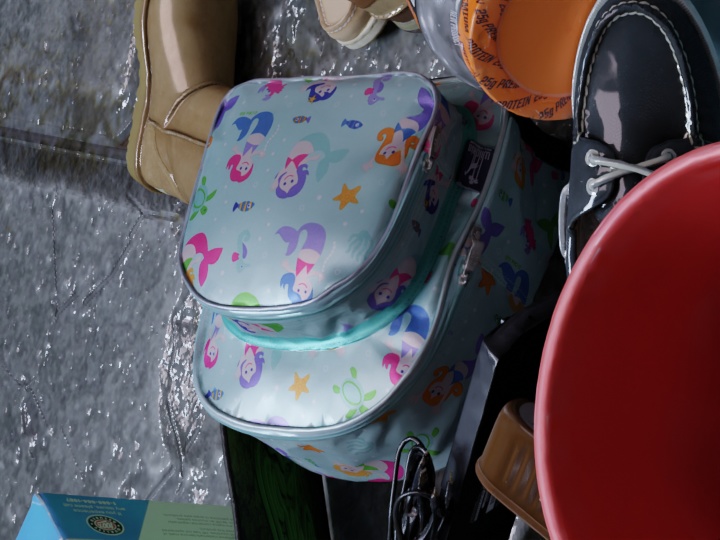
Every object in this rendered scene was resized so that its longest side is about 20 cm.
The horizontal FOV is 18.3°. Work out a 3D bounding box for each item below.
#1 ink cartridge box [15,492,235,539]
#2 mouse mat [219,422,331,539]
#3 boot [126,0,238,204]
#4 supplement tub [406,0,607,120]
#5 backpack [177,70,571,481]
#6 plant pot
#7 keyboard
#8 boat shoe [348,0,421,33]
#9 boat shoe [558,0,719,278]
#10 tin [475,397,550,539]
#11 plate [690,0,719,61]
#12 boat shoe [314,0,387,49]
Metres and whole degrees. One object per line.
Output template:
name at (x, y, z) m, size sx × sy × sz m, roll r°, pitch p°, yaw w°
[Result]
ink cartridge box at (-0.112, 0.245, 1.261) m, size 0.200 × 0.147 × 0.145 m, roll 52°, pitch 124°, yaw 47°
mouse mat at (-0.048, 0.088, 1.222) m, size 0.008 × 0.161 × 0.201 m, roll -14°, pitch 66°, yaw 14°
boot at (-0.068, -0.102, 1.359) m, size 0.200 × 0.066 × 0.176 m, roll 28°, pitch 117°, yaw 54°
supplement tub at (0.073, -0.164, 1.091) m, size 0.123 × 0.122 × 0.200 m, roll -61°, pitch 29°, yaw 26°
backpack at (0.000, 0.000, 1.122) m, size 0.177 × 0.150 × 0.201 m, roll 2°, pitch 73°, yaw 39°
plant pot at (0.195, 0.061, 0.848) m, size 0.200 × 0.177 × 0.201 m, roll -19°, pitch 67°, yaw 51°
keyboard at (0.045, 0.099, 1.077) m, size 0.040 × 0.104 × 0.200 m, roll 30°, pitch 124°, yaw 26°
boat shoe at (0.033, -0.234, 1.234) m, size 0.076 × 0.074 × 0.201 m, roll 12°, pitch 92°, yaw 55°
boat shoe at (0.127, -0.028, 1.008) m, size 0.075 × 0.060 × 0.201 m, roll -1°, pitch 111°, yaw 19°
tin at (0.132, 0.111, 0.982) m, size 0.200 × 0.112 × 0.042 m, roll 36°, pitch 106°, yaw 51°
plate at (0.201, -0.129, 1.017) m, size 0.200 × 0.026 × 0.201 m, roll -19°, pitch 67°, yaw 52°
boat shoe at (-0.021, -0.228, 1.312) m, size 0.074 × 0.069 × 0.201 m, roll -26°, pitch 62°, yaw 49°
